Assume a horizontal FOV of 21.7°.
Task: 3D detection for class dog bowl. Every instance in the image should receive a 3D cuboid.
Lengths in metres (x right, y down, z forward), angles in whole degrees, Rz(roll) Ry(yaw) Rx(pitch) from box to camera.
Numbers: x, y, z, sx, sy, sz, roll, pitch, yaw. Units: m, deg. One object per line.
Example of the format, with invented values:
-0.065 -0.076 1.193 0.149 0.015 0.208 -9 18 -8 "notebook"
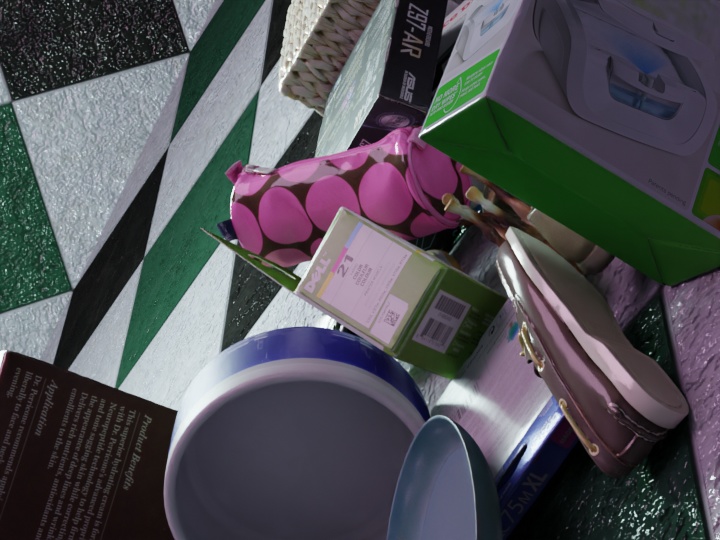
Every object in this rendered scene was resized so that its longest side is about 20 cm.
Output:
-0.041 0.145 1.365 0.201 0.199 0.079 -55 15 20 "dog bowl"

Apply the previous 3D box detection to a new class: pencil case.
-0.012 -0.060 1.474 0.199 0.094 0.091 -12 18 34 "pencil case"

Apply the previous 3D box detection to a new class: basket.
0.039 -0.230 1.752 0.161 0.197 0.200 -54 18 29 "basket"

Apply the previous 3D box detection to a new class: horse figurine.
0.117 -0.017 1.330 0.050 0.132 0.200 -51 6 7 "horse figurine"

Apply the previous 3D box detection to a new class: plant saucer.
0.053 0.194 1.204 0.200 0.027 0.202 -174 90 -76 "plant saucer"

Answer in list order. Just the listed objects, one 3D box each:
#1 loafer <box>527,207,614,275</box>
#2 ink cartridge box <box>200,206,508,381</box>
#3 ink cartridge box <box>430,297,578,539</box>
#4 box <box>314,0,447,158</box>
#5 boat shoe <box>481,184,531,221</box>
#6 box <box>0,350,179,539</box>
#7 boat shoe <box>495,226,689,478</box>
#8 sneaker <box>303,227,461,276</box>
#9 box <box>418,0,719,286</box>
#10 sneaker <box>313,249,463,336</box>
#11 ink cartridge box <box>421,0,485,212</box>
0.154 -0.084 1.286 0.076 0.068 0.201 -49 20 36 "loafer"
0.000 0.000 1.403 0.199 0.148 0.076 32 93 29 "ink cartridge box"
0.104 0.103 1.278 0.120 0.042 0.200 -57 14 17 "ink cartridge box"
0.011 -0.140 1.565 0.200 0.043 0.161 123 162 -51 "box"
0.146 -0.115 1.417 0.201 0.073 0.063 -62 -1 22 "boat shoe"
-0.242 0.183 1.531 0.164 0.199 0.167 -26 45 64 "box"
0.130 0.046 1.166 0.060 0.072 0.200 -54 40 18 "boat shoe"
0.047 -0.026 1.623 0.200 0.079 0.075 -36 17 13 "sneaker"
0.163 -0.119 1.177 0.097 0.199 0.177 -26 37 62 "box"
-0.003 0.049 1.550 0.087 0.076 0.200 -24 -14 -50 "sneaker"
0.114 -0.158 1.552 0.144 0.084 0.200 -40 22 17 "ink cartridge box"
